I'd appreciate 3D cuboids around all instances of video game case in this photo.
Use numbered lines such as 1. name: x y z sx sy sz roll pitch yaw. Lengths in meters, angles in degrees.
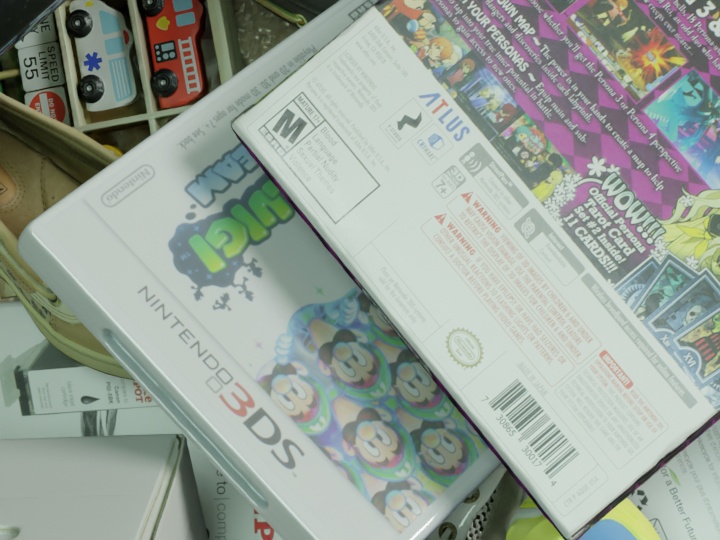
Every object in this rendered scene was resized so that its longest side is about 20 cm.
1. video game case: 0.000 0.000 0.786 0.182 0.024 0.200 46 56 7
2. video game case: 0.082 -0.034 0.749 0.181 0.036 0.200 -40 78 -2

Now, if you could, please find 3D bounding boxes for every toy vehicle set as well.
1. toy vehicle set: -0.117 -0.096 0.913 0.123 0.027 0.202 -10 90 10

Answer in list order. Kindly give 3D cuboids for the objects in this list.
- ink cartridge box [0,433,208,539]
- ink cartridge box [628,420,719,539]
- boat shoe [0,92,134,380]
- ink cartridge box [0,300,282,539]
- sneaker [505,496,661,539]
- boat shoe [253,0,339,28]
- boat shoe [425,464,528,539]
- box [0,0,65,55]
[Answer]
1. ink cartridge box: -0.124 0.167 0.783 0.144 0.088 0.201 -4 123 11
2. ink cartridge box: 0.171 0.024 0.846 0.199 0.047 0.199 -24 76 5
3. boat shoe: -0.120 -0.019 0.830 0.199 0.063 0.073 28 58 31
4. ink cartridge box: -0.105 0.086 0.871 0.198 0.083 0.148 -5 79 11
5. sneaker: 0.120 0.176 0.771 0.076 0.105 0.200 -37 101 11
6. boat shoe: 0.036 -0.109 0.887 0.200 0.061 0.072 31 44 7
7. boat shoe: 0.037 0.126 0.827 0.069 0.071 0.202 18 96 26
8. box: -0.098 -0.149 0.806 0.200 0.137 0.040 -44 102 -16
